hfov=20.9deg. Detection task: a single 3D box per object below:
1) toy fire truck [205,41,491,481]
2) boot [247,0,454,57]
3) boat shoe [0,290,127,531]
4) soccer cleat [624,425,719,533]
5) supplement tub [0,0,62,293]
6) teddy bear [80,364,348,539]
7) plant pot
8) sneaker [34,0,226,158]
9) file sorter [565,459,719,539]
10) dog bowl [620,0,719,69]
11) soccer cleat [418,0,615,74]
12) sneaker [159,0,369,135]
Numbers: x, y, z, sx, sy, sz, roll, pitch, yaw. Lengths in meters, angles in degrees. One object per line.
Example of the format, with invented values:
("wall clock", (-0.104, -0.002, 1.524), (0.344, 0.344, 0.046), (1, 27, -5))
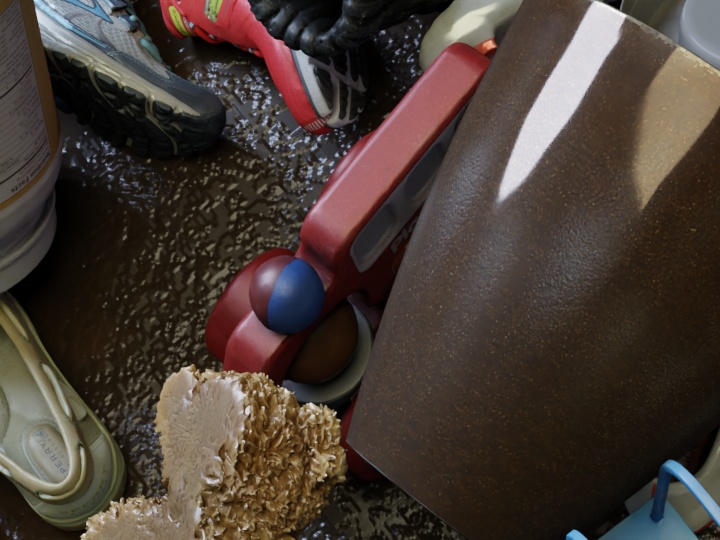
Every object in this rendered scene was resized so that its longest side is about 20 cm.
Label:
("toy fire truck", (0.000, 0.000, 0.918), (0.112, 0.168, 0.200), (38, 80, 20))
("boot", (-0.027, -0.207, 0.988), (0.212, 0.157, 0.080), (51, 127, 13))
("boat shoe", (-0.197, 0.048, 0.993), (0.073, 0.063, 0.201), (-40, 69, -6))
("soccer cleat", (0.168, 0.027, 0.923), (0.068, 0.085, 0.202), (15, 74, 15))
("supplement tub", (-0.224, -0.093, 0.954), (0.143, 0.201, 0.145), (-3, 41, 2))
("teddy bear", (-0.064, 0.145, 0.841), (0.144, 0.067, 0.202), (-13, 66, 39))
("plant pot", (0.089, 0.018, 0.817), (0.186, 0.187, 0.201), (35, 88, 20))
("sneaker", (-0.147, -0.135, 1.045), (0.199, 0.078, 0.087), (30, 72, 17))
("file sorter", (0.085, 0.190, 0.772), (0.199, 0.123, 0.139), (-36, 70, -7))
("dog bowl", (0.226, -0.111, 0.930), (0.198, 0.059, 0.201), (-10, 33, 7))
("soccer cleat", (0.100, -0.160, 1.005), (0.199, 0.069, 0.078), (-34, 71, -19))
("sneaker", (-0.063, -0.143, 1.045), (0.085, 0.077, 0.201), (-37, 62, 16))
